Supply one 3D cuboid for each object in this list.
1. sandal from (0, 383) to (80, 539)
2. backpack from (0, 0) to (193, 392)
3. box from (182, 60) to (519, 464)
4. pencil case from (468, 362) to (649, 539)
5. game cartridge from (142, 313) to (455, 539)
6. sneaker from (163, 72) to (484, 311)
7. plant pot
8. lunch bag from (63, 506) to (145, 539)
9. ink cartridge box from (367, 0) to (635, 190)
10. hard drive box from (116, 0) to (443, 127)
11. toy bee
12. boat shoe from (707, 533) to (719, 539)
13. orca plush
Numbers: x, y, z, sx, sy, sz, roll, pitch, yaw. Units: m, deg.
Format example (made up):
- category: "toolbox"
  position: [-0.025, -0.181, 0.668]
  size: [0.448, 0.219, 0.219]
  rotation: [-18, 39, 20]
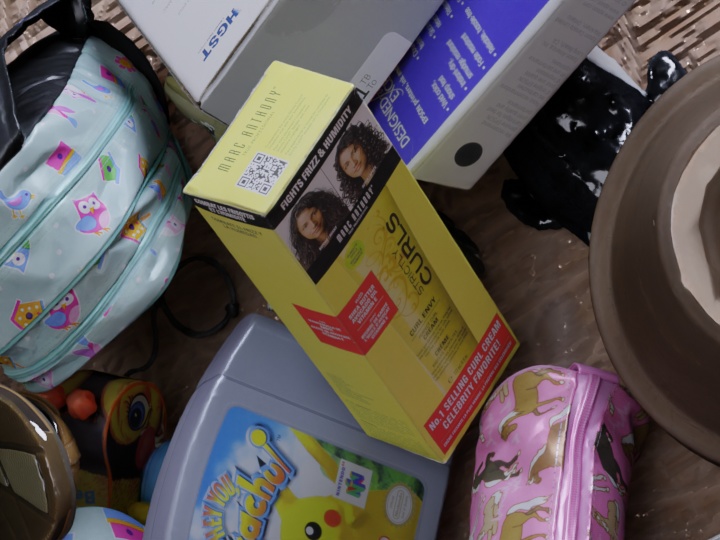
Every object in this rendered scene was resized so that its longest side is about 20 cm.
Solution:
- category: "sandal"
  position: [-0.160, 0.093, 1.393]
  size: [0.054, 0.200, 0.082]
  rotation: [-16, 85, -20]
- category: "backpack"
  position: [-0.153, -0.031, 1.436]
  size: [0.126, 0.200, 0.167]
  rotation: [37, 102, -12]
- category: "box"
  position: [0.000, 0.000, 1.311]
  size: [0.050, 0.200, 0.075]
  rotation: [20, 66, 36]
- category: "pencil case"
  position: [0.082, 0.130, 1.313]
  size: [0.086, 0.083, 0.201]
  rotation: [-22, 34, 25]
- category: "game cartridge"
  position: [-0.032, 0.125, 1.371]
  size: [0.133, 0.040, 0.201]
  rotation: [20, 64, -16]
- category: "sneaker"
  position: [-0.036, -0.025, 1.455]
  size: [0.200, 0.077, 0.089]
  rotation: [42, 110, 28]
- category: "plant pot"
  position: [0.190, -0.011, 1.264]
  size: [0.199, 0.175, 0.202]
  rotation: [-1, 84, 9]
- category: "lunch bag"
  position: [-0.136, 0.216, 1.415]
  size: [0.200, 0.160, 0.077]
  rotation: [-40, 26, 15]
- category: "ink cartridge box"
  position: [0.036, -0.133, 1.404]
  size: [0.200, 0.043, 0.199]
  rotation: [-46, 39, 18]
- category: "hard drive box"
  position: [-0.039, -0.164, 1.415]
  size: [0.156, 0.077, 0.200]
  rotation: [-52, 35, 11]
- category: "toy bee"
  position: [-0.130, 0.092, 1.455]
  size: [0.130, 0.109, 0.201]
  rotation: [-14, 76, 24]
- category: "boat shoe"
  position: [0.227, 0.120, 1.302]
  size: [0.199, 0.068, 0.072]
  rotation: [-21, 114, 1]
- category: "orca plush"
  position: [0.093, -0.089, 1.401]
  size: [0.105, 0.071, 0.201]
  rotation: [-21, 73, 20]
